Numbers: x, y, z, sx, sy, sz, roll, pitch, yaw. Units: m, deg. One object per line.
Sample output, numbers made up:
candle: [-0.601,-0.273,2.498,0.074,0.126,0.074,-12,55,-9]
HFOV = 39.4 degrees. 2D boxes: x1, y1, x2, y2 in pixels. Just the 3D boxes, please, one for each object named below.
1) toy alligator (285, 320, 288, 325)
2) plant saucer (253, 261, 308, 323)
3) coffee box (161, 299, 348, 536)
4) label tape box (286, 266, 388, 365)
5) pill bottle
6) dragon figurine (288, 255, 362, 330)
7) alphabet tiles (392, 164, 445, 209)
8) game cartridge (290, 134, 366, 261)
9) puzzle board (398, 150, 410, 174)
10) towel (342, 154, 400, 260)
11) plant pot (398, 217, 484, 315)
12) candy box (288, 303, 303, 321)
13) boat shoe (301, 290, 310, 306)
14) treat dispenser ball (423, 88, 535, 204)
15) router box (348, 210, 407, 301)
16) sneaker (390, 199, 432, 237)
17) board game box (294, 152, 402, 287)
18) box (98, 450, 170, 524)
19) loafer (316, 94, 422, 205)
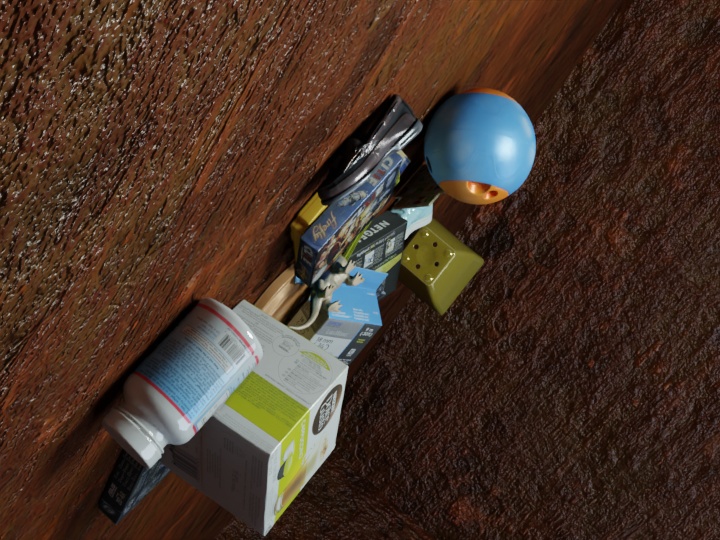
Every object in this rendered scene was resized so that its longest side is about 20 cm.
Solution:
toy alligator: [-0.149,0.124,1.836,0.200,0.058,0.055,109,-19,-69]
plant saucer: [-0.145,0.070,1.664,0.201,0.032,0.200,-50,172,-9]
coffee box: [-0.155,0.209,1.457,0.198,0.198,0.202,-45,156,-40]
label tape box: [-0.040,0.089,1.728,0.143,0.064,0.201,11,126,-48]
pill bottle: [-0.220,0.139,1.240,0.200,0.108,0.109,-48,172,-22]
dragon figurine: [-0.065,0.017,1.605,0.201,0.098,0.059,-54,136,-18]
alphabet tiles: [0.147,-0.180,1.962,0.167,0.006,0.199,-49,-158,-20]
game cartridge: [-0.040,-0.100,1.516,0.177,0.032,0.200,-50,170,-13]
puzzle board: [0.026,-0.144,1.742,0.152,0.017,0.200,-53,173,5]
towel: [0.015,-0.097,1.664,0.201,0.018,0.087,-58,-169,33]
plant pot: [0.191,-0.023,2.678,0.195,0.195,0.200,-51,166,2]
candy box: [-0.068,0.107,1.980,0.057,0.116,0.200,-54,173,29]
boat shoe: [-0.054,0.029,1.913,0.201,0.071,0.068,-57,173,-33]
treat dispenser ball: [0.211,-0.219,1.782,0.202,0.200,0.201,-49,172,-9]
router box: [0.000,0.000,1.838,0.199,0.052,0.160,-31,141,-44]
sneaker: [0.083,-0.120,2.075,0.199,0.073,0.084,-35,133,-50]
board game box: [-0.019,-0.079,1.491,0.200,0.034,0.136,-48,170,-21]
box: [-0.322,0.287,1.575,0.160,0.043,0.201,-43,169,-47]
loafer: [0.003,-0.168,1.389,0.200,0.064,0.071,-43,-160,-27]
